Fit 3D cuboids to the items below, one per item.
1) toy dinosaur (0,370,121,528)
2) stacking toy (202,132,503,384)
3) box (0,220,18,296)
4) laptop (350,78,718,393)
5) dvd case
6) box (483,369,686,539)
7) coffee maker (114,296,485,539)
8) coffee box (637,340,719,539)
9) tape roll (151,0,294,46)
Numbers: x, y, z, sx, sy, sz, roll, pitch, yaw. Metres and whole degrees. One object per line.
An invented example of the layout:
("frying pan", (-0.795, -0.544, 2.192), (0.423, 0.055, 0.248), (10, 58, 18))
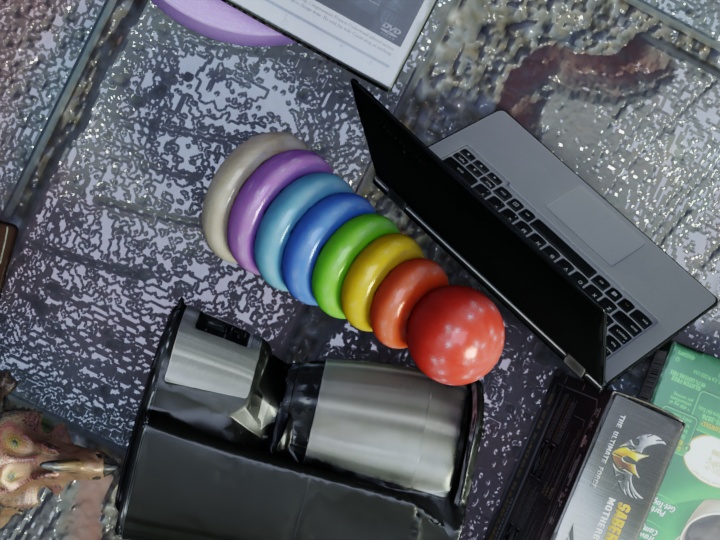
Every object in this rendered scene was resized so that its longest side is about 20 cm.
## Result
("toy dinosaur", (-0.244, 0.130, 1.062), (0.199, 0.136, 0.086), (-34, 94, -3))
("stacking toy", (0.000, 0.000, 1.053), (0.199, 0.085, 0.086), (35, 87, 32))
("box", (-0.244, 0.011, 1.027), (0.074, 0.200, 0.101), (14, 90, -5))
("laptop", (0.104, -0.039, 1.027), (0.187, 0.116, 0.199), (44, 46, 19))
("dvd case", (-0.001, -0.229, 1.071), (0.149, 0.025, 0.201), (27, 89, -6))
("box", (0.115, 0.165, 1.086), (0.048, 0.158, 0.202), (24, 88, -6))
("coffee maker", (-0.041, 0.133, 1.070), (0.198, 0.135, 0.194), (13, 76, -2))
("coffee box", (0.210, 0.157, 1.152), (0.122, 0.044, 0.202), (21, 88, -5))
("tape roll", (-0.060, -0.241, 1.110), (0.198, 0.066, 0.202), (0, 92, -5))
